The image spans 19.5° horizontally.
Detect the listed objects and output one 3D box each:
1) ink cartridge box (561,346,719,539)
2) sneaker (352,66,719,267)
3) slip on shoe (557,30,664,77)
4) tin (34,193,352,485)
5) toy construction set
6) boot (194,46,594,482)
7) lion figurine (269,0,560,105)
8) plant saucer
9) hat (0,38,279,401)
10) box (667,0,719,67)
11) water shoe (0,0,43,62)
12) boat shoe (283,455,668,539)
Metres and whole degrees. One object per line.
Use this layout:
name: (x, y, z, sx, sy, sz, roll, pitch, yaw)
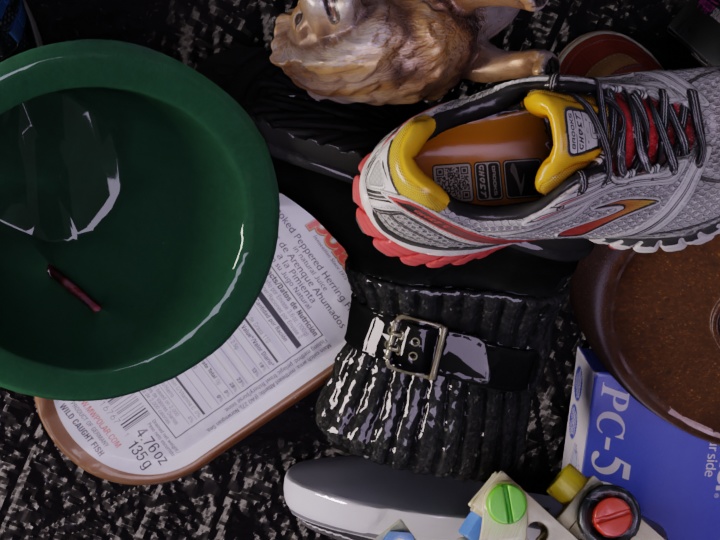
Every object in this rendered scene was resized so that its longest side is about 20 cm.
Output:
ink cartridge box: (0.149, 0.144, 1.097, 0.093, 0.044, 0.202, 4, 106, -8)
sneaker: (0.098, -0.045, 0.880, 0.198, 0.082, 0.079, -13, 79, -8)
slip on shoe: (0.169, -0.034, 1.034, 0.074, 0.061, 0.200, -41, 108, 6)
tin: (-0.072, 0.028, 1.043, 0.199, 0.042, 0.112, -35, 112, 6)
toy construction set: (0.098, 0.170, 0.970, 0.200, 0.092, 0.131, 44, 83, -11)
boot: (0.000, 0.001, 0.983, 0.210, 0.080, 0.159, 25, 121, 5)
lion figurine: (0.055, -0.135, 0.962, 0.122, 0.200, 0.073, 6, 123, 37)
plant saucer: (0.191, 0.017, 0.973, 0.198, 0.035, 0.201, 9, 129, 11)
hat: (-0.155, -0.053, 0.968, 0.199, 0.176, 0.167, 21, 103, -28)
box: (0.271, -0.130, 0.980, 0.148, 0.124, 0.200, 40, 101, -14)
water shoe: (-0.194, -0.131, 0.957, 0.071, 0.079, 0.202, -15, 109, 0)
boat shoe: (0.055, 0.143, 1.055, 0.198, 0.070, 0.067, 9, 107, 9)
